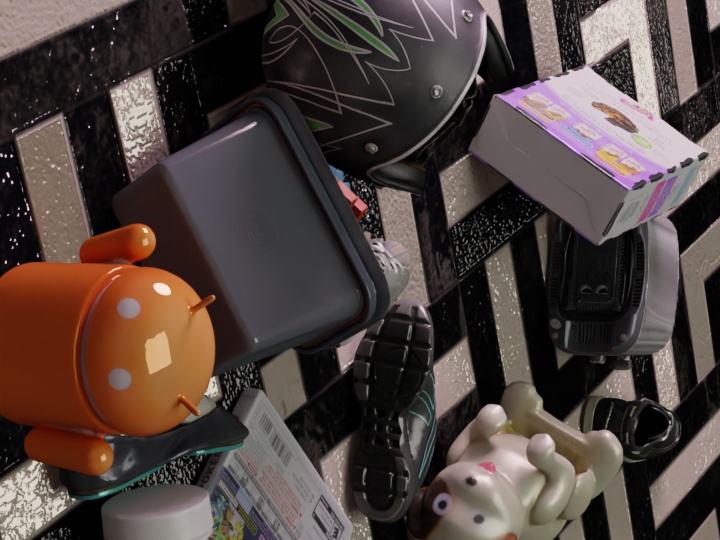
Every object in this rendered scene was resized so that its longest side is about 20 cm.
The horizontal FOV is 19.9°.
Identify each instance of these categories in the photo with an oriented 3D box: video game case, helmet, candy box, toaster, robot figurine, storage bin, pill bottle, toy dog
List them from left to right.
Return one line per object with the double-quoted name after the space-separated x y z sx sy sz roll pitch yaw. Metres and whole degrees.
-0.182 0.051 1.396 0.144 0.198 0.117 -52 133 -41 "robot figurine"
-0.143 0.269 1.546 0.111 0.110 0.202 -22 110 -54 "pill bottle"
-0.099 -0.016 1.579 0.134 0.145 0.201 -24 86 -43 "storage bin"
-0.085 0.231 1.718 0.201 0.023 0.183 60 44 -41 "video game case"
0.016 -0.165 1.629 0.191 0.198 0.202 36 62 -64 "helmet"
0.126 0.215 1.967 0.199 0.139 0.195 -20 144 -57 "toy dog"
0.230 -0.118 2.050 0.199 0.167 0.072 -22 145 -55 "candy box"
0.271 0.002 2.178 0.129 0.113 0.202 16 76 -60 "toaster"

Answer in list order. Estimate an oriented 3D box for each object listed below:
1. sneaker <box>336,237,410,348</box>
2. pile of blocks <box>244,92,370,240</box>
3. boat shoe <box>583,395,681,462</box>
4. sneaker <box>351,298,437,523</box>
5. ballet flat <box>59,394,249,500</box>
0.000 0.000 1.704 0.076 0.092 0.200 54 -8 6 "sneaker"
-0.031 -0.079 1.750 0.200 0.062 0.083 53 49 -44 "pile of blocks"
0.319 0.179 2.300 0.199 0.067 0.073 15 77 -58 "boat shoe"
0.033 0.125 1.865 0.079 0.075 0.202 2 98 -68 "sneaker"
-0.153 0.119 1.566 0.199 0.072 0.074 -15 104 -54 "ballet flat"
